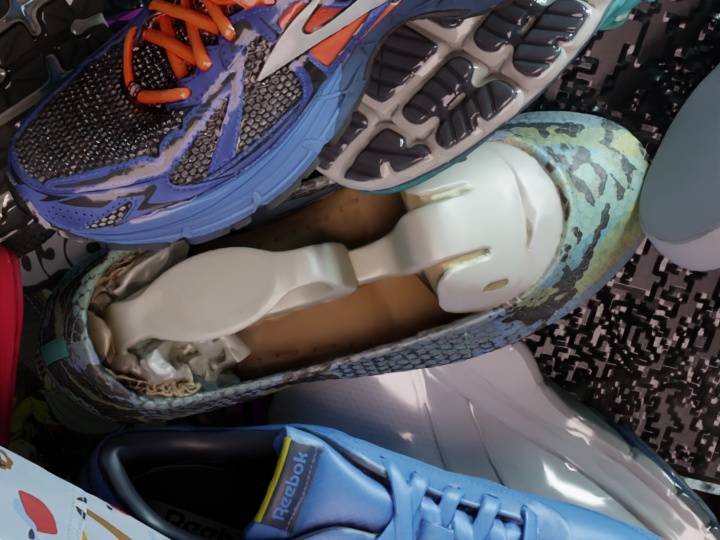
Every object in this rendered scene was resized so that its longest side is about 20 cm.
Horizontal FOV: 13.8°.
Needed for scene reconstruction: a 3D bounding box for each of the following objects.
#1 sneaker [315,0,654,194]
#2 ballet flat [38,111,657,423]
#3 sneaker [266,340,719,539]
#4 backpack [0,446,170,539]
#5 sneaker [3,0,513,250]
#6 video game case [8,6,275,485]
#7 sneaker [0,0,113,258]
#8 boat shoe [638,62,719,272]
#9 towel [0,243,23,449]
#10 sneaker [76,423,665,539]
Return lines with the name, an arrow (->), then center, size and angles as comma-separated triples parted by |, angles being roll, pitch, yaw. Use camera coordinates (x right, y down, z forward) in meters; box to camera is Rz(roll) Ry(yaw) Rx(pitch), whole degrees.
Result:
sneaker -> 0.062, -0.092, 0.889 | 0.200, 0.077, 0.080 | -44, 152, -10
ballet flat -> 0.000, 0.000, 0.899 | 0.199, 0.074, 0.074 | -21, 116, -5
sneaker -> 0.052, 0.076, 0.988 | 0.200, 0.075, 0.087 | 40, 90, -13
backpack -> -0.113, 0.140, 0.818 | 0.190, 0.154, 0.201 | 22, 109, -19
sneaker -> -0.021, -0.085, 0.818 | 0.200, 0.075, 0.078 | -41, 140, -4
video game case -> -0.133, 0.023, 0.963 | 0.199, 0.036, 0.182 | -14, 116, -1
sneaker -> -0.134, -0.098, 0.880 | 0.078, 0.090, 0.201 | -24, 105, -18
boat shoe -> 0.171, -0.066, 0.929 | 0.200, 0.070, 0.066 | -50, 123, -12
towel -> -0.193, 0.067, 0.858 | 0.199, 0.022, 0.145 | -10, 126, -29
sneaker -> 0.010, 0.087, 0.904 | 0.199, 0.066, 0.079 | 10, 153, 5
